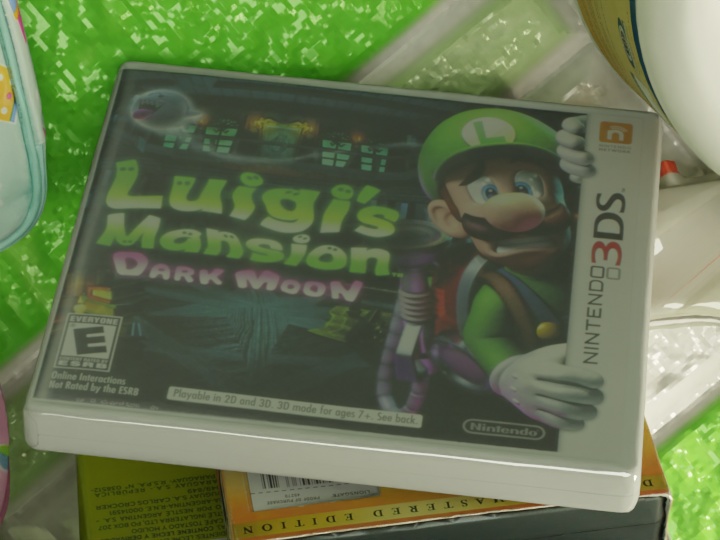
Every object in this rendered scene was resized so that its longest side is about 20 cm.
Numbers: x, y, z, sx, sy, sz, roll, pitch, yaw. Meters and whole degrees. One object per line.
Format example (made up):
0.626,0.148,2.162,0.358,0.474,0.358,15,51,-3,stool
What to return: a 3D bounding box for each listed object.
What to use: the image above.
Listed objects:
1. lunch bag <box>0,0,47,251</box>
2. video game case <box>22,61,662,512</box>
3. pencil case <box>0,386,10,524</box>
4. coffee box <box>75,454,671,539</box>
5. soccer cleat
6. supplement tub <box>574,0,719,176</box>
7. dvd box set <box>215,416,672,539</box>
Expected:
-0.198,-0.082,1.018,0.160,0.077,0.201,-12,107,-5,lunch bag
0.000,0.000,1.002,0.199,0.182,0.023,6,133,4,video game case
-0.224,0.060,1.025,0.199,0.087,0.088,0,106,-28,pencil case
0.007,0.174,1.037,0.199,0.198,0.200,-5,119,-7,coffee box
0.171,-0.015,1.090,0.199,0.069,0.078,-16,79,2,soccer cleat
0.148,-0.107,0.995,0.144,0.200,0.145,-2,105,-6,supplement tub
0.015,0.023,1.019,0.146,0.200,0.029,-7,133,-7,dvd box set
